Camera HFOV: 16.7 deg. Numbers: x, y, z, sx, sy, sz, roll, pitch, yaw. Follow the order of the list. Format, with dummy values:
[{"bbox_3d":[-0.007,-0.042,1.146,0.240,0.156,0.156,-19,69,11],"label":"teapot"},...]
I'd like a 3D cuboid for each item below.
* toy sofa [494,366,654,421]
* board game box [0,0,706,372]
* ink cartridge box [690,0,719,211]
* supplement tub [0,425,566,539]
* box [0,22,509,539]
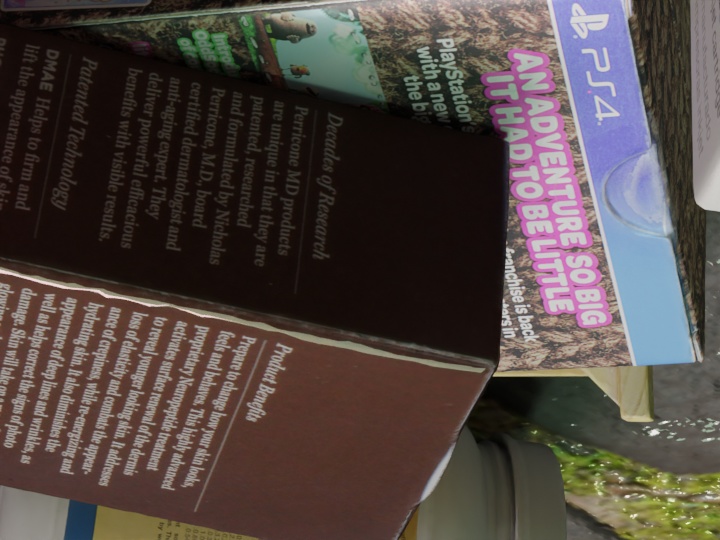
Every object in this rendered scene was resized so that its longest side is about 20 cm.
[{"bbox_3d":[0.000,0.000,0.788,0.199,0.098,0.083,-1,175,8],"label":"toy sofa"},{"bbox_3d":[-0.015,-0.052,0.652,0.199,0.097,0.160,-3,144,13],"label":"board game box"},{"bbox_3d":[0.158,-0.114,0.486,0.144,0.148,0.200,7,150,-5],"label":"ink cartridge box"},{"bbox_3d":[-0.036,0.110,0.901,0.199,0.145,0.145,9,150,-8],"label":"supplement tub"},{"bbox_3d":[-0.072,0.000,0.589,0.199,0.075,0.100,14,144,-9],"label":"box"}]
